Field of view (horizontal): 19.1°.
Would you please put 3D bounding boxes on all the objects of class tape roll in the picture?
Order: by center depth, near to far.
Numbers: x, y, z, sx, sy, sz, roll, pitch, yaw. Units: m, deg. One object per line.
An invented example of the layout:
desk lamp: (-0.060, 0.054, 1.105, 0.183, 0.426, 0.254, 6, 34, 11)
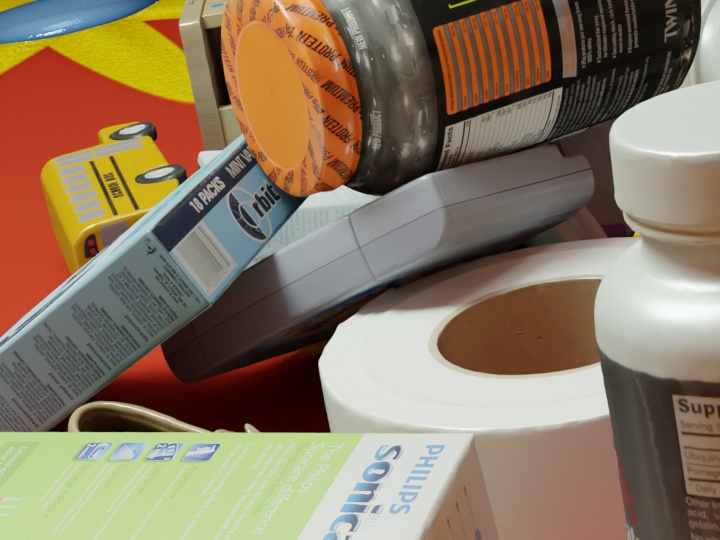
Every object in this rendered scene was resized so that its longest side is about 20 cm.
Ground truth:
tape roll: (0.084, 0.053, 0.887, 0.200, 0.071, 0.203, -10, 20, 4)

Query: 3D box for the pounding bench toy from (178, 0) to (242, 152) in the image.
pounding bench toy: (-0.025, -0.138, 1.400, 0.154, 0.125, 0.200, -10, 19, 2)

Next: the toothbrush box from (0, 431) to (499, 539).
toothbrush box: (-0.065, 0.128, 0.711, 0.198, 0.087, 0.146, -3, 29, 25)

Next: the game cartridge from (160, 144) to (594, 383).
game cartridge: (0.000, 0.000, 0.998, 0.133, 0.041, 0.199, -11, -13, -46)

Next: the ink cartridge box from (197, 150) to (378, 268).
ink cartridge box: (0.015, -0.041, 1.193, 0.198, 0.041, 0.200, -5, 13, -7)

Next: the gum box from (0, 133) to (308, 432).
gum box: (-0.120, 0.020, 0.992, 0.199, 0.045, 0.170, -36, 8, 27)

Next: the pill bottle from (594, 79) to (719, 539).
pill bottle: (0.134, 0.045, 0.682, 0.110, 0.202, 0.111, -10, 18, 3)

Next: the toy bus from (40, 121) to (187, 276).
toy bus: (-0.140, -0.031, 1.257, 0.078, 0.066, 0.200, -16, 20, -10)

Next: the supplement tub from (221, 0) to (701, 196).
supplement tub: (0.045, -0.108, 0.970, 0.199, 0.124, 0.122, -19, 21, -25)

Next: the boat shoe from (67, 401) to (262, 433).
boat shoe: (-0.054, 0.098, 0.844, 0.199, 0.065, 0.071, 10, 29, 45)

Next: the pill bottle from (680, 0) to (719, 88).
pill bottle: (0.270, -0.119, 1.204, 0.199, 0.112, 0.111, 5, 24, 39)

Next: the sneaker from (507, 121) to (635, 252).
sneaker: (0.072, -0.089, 1.083, 0.140, 0.200, 0.078, -50, 3, -20)
